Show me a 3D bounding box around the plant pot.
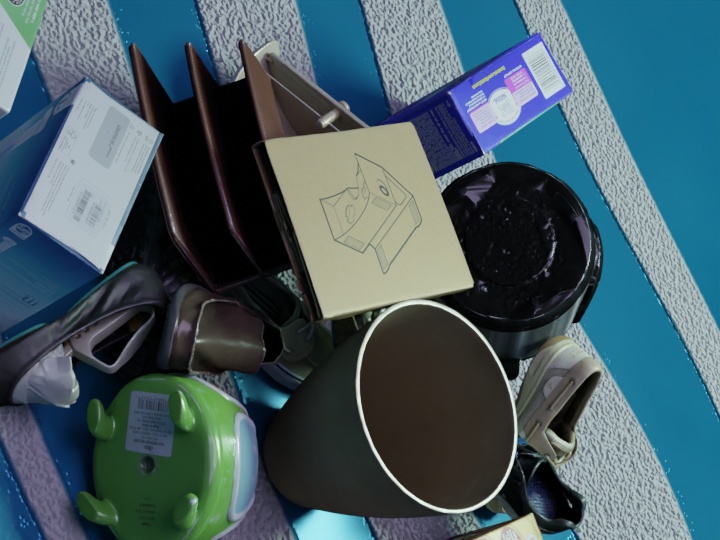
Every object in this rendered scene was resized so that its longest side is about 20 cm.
[{"bbox_3d":[0.006,0.146,1.617,0.186,0.199,0.189,18,61,-36],"label":"plant pot"}]

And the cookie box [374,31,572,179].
[{"bbox_3d":[0.086,-0.144,1.809,0.171,0.199,0.076,-36,98,-43],"label":"cookie box"}]

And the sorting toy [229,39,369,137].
[{"bbox_3d":[-0.075,-0.090,1.701,0.200,0.107,0.180,39,54,17],"label":"sorting toy"}]

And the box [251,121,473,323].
[{"bbox_3d":[0.004,-0.046,1.583,0.199,0.021,0.165,-11,78,-46],"label":"box"}]

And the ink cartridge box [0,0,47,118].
[{"bbox_3d":[-0.378,-0.222,1.511,0.199,0.087,0.147,32,54,-30],"label":"ink cartridge box"}]

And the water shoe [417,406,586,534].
[{"bbox_3d":[0.139,0.173,1.711,0.200,0.079,0.072,43,64,-20],"label":"water shoe"}]

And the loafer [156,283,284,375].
[{"bbox_3d":[-0.114,0.053,1.544,0.200,0.070,0.074,-6,110,-74],"label":"loafer"}]

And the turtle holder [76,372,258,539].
[{"bbox_3d":[-0.144,0.180,1.515,0.131,0.140,0.187,9,56,-57],"label":"turtle holder"}]

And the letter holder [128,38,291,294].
[{"bbox_3d":[-0.125,-0.106,1.585,0.142,0.100,0.202,57,16,-63],"label":"letter holder"}]

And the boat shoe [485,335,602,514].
[{"bbox_3d":[0.180,0.165,1.780,0.072,0.202,0.065,-2,31,-47],"label":"boat shoe"}]

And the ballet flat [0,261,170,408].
[{"bbox_3d":[-0.238,0.065,1.484,0.199,0.068,0.068,-36,67,-20],"label":"ballet flat"}]

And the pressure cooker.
[{"bbox_3d":[0.144,-0.003,1.806,0.176,0.200,0.179,-42,77,-12],"label":"pressure cooker"}]

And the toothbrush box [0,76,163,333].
[{"bbox_3d":[-0.266,-0.045,1.457,0.085,0.199,0.147,37,51,-25],"label":"toothbrush box"}]

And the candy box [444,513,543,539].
[{"bbox_3d":[0.069,0.288,1.672,0.199,0.116,0.057,-17,83,-43],"label":"candy box"}]

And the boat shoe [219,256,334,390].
[{"bbox_3d":[-0.075,0.052,1.680,0.199,0.062,0.073,35,52,-26],"label":"boat shoe"}]

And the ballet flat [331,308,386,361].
[{"bbox_3d":[0.000,0.000,1.639,0.071,0.070,0.202,-44,137,-43],"label":"ballet flat"}]

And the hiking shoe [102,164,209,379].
[{"bbox_3d":[-0.180,0.008,1.612,0.100,0.075,0.202,24,62,-48],"label":"hiking shoe"}]
